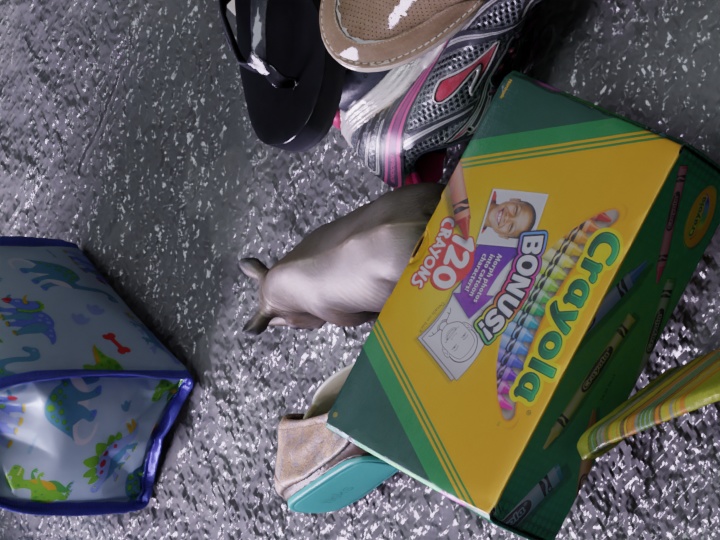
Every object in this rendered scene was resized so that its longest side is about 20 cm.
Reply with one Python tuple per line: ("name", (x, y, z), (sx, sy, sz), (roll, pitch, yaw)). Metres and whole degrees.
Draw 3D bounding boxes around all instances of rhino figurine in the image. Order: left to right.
("rhino figurine", (0.000, 0.000, 1.474), (0.200, 0.087, 0.060), (-22, 69, 48))

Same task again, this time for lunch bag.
("lunch bag", (-0.232, 0.064, 1.666), (0.170, 0.200, 0.127), (42, 118, 44))

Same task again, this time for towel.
("towel", (0.188, 0.041, 1.245), (0.200, 0.086, 0.018), (-26, 95, 47))

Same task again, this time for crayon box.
("crayon box", (0.082, 0.017, 1.341), (0.119, 0.058, 0.200), (27, 89, 41))

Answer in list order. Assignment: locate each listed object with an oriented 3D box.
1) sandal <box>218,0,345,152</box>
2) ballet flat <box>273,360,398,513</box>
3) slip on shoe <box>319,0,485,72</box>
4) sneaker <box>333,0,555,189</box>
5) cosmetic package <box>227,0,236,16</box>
("sandal", (-0.054, -0.150, 1.471), (0.076, 0.043, 0.200), (-39, 53, 44))
("ballet flat", (0.017, 0.072, 1.466), (0.200, 0.068, 0.067), (-27, 60, 45))
("slip on shoe", (0.046, -0.164, 1.332), (0.200, 0.061, 0.076), (-32, 78, 32))
("sneaker", (0.065, -0.116, 1.427), (0.075, 0.081, 0.200), (53, 132, 4))
("cosmetic package", (0.007, -0.206, 1.499), (0.105, 0.071, 0.200), (49, 123, 42))
